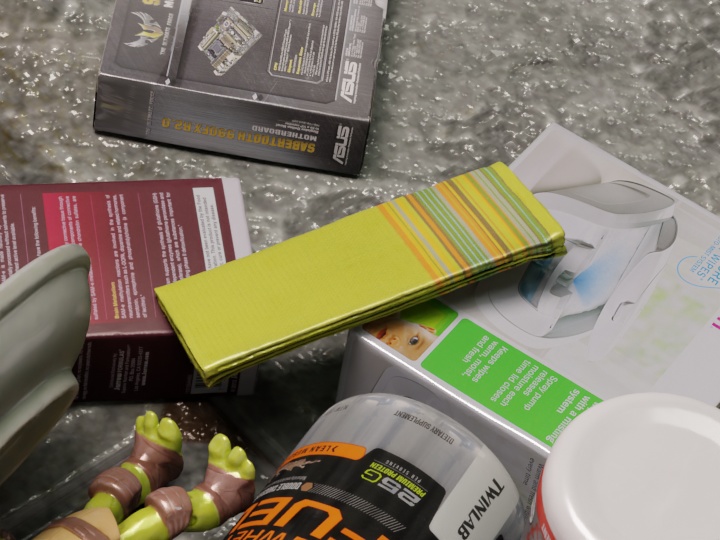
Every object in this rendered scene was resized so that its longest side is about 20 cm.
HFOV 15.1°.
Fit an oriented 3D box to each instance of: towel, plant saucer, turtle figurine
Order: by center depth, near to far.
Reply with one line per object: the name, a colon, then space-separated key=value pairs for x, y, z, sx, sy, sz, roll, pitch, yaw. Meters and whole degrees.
plant saucer: x=-0.186 y=0.075 z=1.278 sx=0.050 sy=0.200 sz=0.200 roll=43 pitch=55 yaw=5
turtle figurine: x=-0.125 y=0.135 z=1.311 sx=0.200 sy=0.065 sz=0.161 roll=2 pitch=28 yaw=47
towel: x=0.000 y=0.000 z=1.385 sx=0.199 sy=0.018 sz=0.086 roll=-20 pitch=34 yaw=-11

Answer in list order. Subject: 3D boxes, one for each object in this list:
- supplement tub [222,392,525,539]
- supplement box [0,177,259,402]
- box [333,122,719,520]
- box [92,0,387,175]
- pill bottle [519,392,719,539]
supplement tub: x=-0.016 y=0.163 z=1.287 sx=0.122 sy=0.123 sz=0.200 roll=28 pitch=51 yaw=13
supplement box: x=-0.157 y=0.012 z=1.430 sx=0.199 sy=0.061 sz=0.109 roll=-1 pitch=51 yaw=-12
box: x=0.113 y=0.048 z=1.426 sx=0.176 sy=0.097 sz=0.200 roll=32 pitch=52 yaw=19
box: x=-0.063 y=-0.154 z=1.594 sx=0.158 sy=0.048 sz=0.200 roll=9 pitch=49 yaw=-2
pill bottle: x=0.123 y=0.159 z=1.264 sx=0.115 sy=0.200 sz=0.116 roll=5 pitch=49 yaw=-6
